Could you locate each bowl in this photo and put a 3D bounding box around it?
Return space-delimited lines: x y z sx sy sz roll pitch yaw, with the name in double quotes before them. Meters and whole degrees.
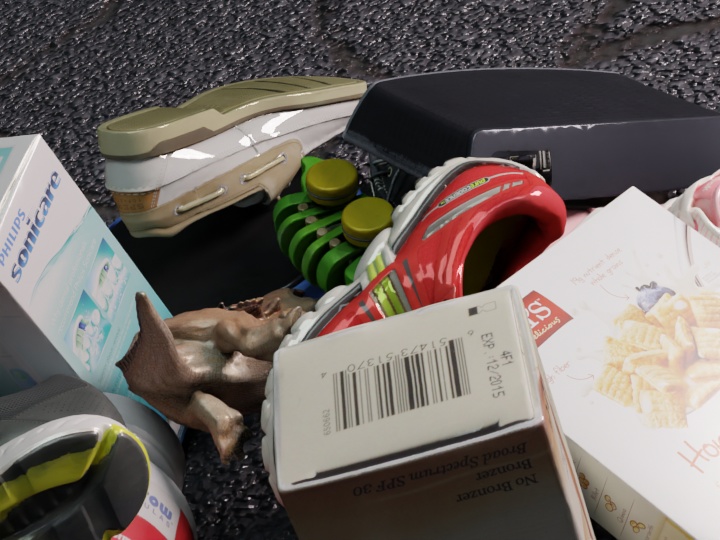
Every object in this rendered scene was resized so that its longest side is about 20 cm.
"bowl" -0.083 -0.004 1.082 0.199 0.040 0.201 -15 33 10

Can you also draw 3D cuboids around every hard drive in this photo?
"hard drive" 0.105 -0.078 0.979 0.198 0.043 0.135 -6 23 -33

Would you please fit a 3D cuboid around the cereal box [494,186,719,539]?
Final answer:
"cereal box" 0.146 0.060 0.751 0.200 0.040 0.143 38 52 24

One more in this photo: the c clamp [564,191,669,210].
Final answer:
"c clamp" 0.116 -0.003 0.980 0.170 0.027 0.200 8 42 37

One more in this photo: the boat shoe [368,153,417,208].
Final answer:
"boat shoe" 0.038 -0.054 1.038 0.074 0.063 0.200 -10 23 -4

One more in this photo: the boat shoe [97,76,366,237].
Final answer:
"boat shoe" -0.074 -0.074 1.078 0.199 0.069 0.074 -20 20 -40

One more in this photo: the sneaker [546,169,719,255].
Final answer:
"sneaker" 0.154 -0.016 0.878 0.199 0.105 0.075 21 48 34

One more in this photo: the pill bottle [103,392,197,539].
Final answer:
"pill bottle" -0.135 0.152 0.814 0.111 0.113 0.201 -12 34 12

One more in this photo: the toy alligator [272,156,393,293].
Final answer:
"toy alligator" 0.000 0.000 0.961 0.054 0.060 0.200 -24 45 -17

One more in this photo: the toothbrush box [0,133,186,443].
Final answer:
"toothbrush box" -0.193 0.029 0.934 0.145 0.200 0.086 -4 52 26

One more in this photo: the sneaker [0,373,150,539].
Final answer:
"sneaker" -0.185 0.107 0.753 0.198 0.075 0.085 -19 25 -6

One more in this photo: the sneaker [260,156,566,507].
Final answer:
"sneaker" 0.027 0.031 0.821 0.085 0.077 0.201 18 72 50

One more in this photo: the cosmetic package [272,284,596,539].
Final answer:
"cosmetic package" 0.043 0.118 0.683 0.102 0.201 0.088 -17 33 8

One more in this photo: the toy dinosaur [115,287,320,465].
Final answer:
"toy dinosaur" -0.073 0.047 0.894 0.135 0.199 0.087 17 92 38
